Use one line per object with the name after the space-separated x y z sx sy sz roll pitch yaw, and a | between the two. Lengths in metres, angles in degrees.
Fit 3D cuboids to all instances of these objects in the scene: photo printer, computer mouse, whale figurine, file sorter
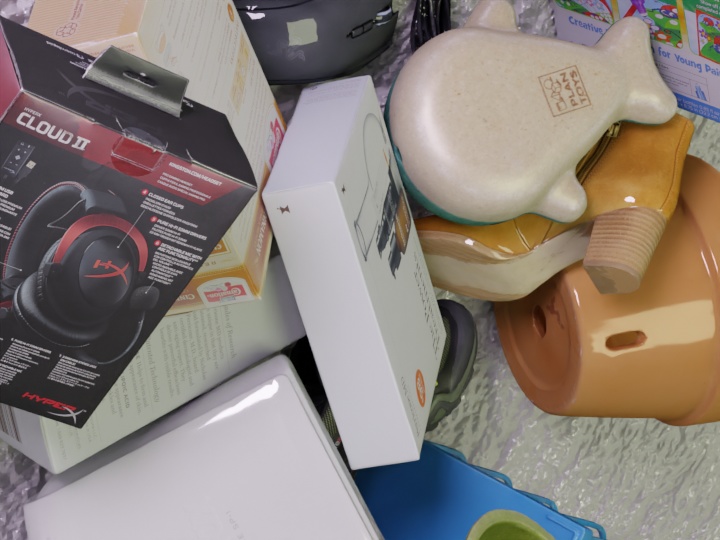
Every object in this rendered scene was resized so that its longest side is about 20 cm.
-0.096 0.168 1.389 0.200 0.069 0.167 -27 94 1 | photo printer
-0.001 -0.188 1.450 0.200 0.046 0.141 -14 120 -40 | computer mouse
0.108 -0.104 1.513 0.200 0.104 0.159 -21 86 -21 | whale figurine
0.088 0.214 1.618 0.123 0.200 0.139 20 95 -50 | file sorter

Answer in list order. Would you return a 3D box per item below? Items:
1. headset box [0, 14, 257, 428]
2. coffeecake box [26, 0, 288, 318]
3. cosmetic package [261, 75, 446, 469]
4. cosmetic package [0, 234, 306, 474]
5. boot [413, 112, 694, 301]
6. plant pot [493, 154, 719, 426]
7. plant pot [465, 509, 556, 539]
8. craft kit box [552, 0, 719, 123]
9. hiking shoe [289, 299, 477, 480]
-0.161 -0.029 1.186 0.148 0.075 0.200 21 117 -34 | headset box
-0.112 -0.098 1.307 0.154 0.073 0.200 -83 157 -47 | coffeecake box
0.000 0.000 1.428 0.151 0.052 0.200 -71 148 -58 | cosmetic package
-0.140 0.036 1.381 0.200 0.102 0.074 -31 130 -32 | cosmetic package
0.125 -0.055 1.570 0.071 0.201 0.144 60 41 -48 | boot
0.187 0.024 1.645 0.140 0.200 0.200 -11 118 -21 | plant pot
0.046 0.279 1.448 0.200 0.190 0.200 42 34 -36 | plant pot
0.203 -0.202 1.531 0.049 0.200 0.198 -40 133 -24 | craft kit box
0.001 0.076 1.556 0.200 0.076 0.101 -41 136 -22 | hiking shoe
